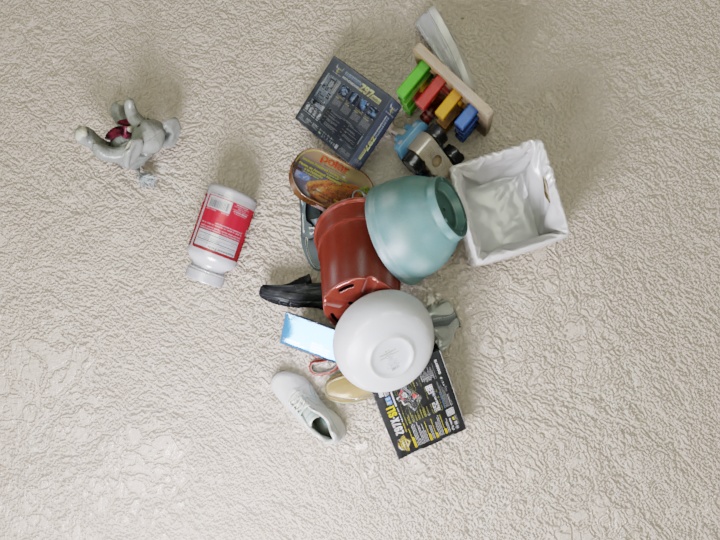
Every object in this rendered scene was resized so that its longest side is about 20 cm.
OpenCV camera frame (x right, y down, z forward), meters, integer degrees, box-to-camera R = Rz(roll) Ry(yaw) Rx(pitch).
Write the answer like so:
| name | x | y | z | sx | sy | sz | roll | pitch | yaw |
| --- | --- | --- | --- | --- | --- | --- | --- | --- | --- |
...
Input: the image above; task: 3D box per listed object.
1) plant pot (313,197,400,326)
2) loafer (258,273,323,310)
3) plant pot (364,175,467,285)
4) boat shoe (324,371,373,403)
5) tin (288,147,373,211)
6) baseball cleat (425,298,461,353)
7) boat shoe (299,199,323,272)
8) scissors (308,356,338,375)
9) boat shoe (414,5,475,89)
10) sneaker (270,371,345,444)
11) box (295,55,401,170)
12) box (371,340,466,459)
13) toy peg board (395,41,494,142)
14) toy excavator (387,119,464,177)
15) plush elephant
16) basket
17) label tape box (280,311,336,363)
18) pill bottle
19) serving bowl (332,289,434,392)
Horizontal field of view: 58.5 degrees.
| name | x | y | z | sx | sy | sz | roll | pitch | yaw |
| --- | --- | --- | --- | --- | --- | --- | --- | --- | --- |
| plant pot | 0.000 | 0.000 | 1.253 | 0.194 | 0.204 | 0.199 | -5 | 43 | 4 |
| loafer | -0.118 | 0.043 | 1.370 | 0.194 | 0.068 | 0.073 | 5 | 78 | 0 |
| plant pot | 0.118 | -0.093 | 1.202 | 0.132 | 0.198 | 0.206 | -24 | 83 | 32 |
| boat shoe | 0.016 | 0.235 | 1.336 | 0.194 | 0.076 | 0.074 | -12 | 84 | 4 |
| tin | -0.059 | -0.178 | 1.355 | 0.196 | 0.042 | 0.115 | 25 | 75 | -18 |
| baseball cleat | 0.117 | 0.143 | 1.337 | 0.196 | 0.070 | 0.109 | -29 | 84 | 2 |
| boat shoe | -0.101 | -0.099 | 1.379 | 0.070 | 0.062 | 0.207 | -6 | 85 | 5 |
| scissors | -0.019 | 0.174 | 1.377 | 0.194 | 0.014 | 0.076 | -11 | 82 | 3 |
| boat shoe | 0.179 | -0.466 | 1.384 | 0.067 | 0.072 | 0.204 | -28 | 90 | 23 |
| sneaker | -0.111 | 0.285 | 1.343 | 0.199 | 0.080 | 0.071 | 40 | 91 | 8 |
| box | -0.029 | -0.332 | 1.348 | 0.199 | 0.051 | 0.160 | 42 | 102 | 31 |
| box | 0.112 | 0.261 | 1.291 | 0.156 | 0.050 | 0.204 | -22 | 113 | 0 |
| toy peg board | 0.164 | -0.332 | 1.309 | 0.199 | 0.200 | 0.098 | 44 | 98 | 6 |
| toy excavator | 0.098 | -0.276 | 1.364 | 0.100 | 0.200 | 0.194 | -48 | 125 | -1 |
| plush elephant | -0.481 | -0.289 | 1.373 | 0.153 | 0.165 | 0.202 | -31 | 101 | 41 |
| basket | 0.291 | -0.127 | 1.298 | 0.194 | 0.161 | 0.204 | -16 | 84 | 4 |
| label tape box | -0.083 | 0.140 | 1.278 | 0.139 | 0.200 | 0.068 | 18 | 84 | 7 |
| pill bottle | -0.302 | -0.073 | 1.369 | 0.109 | 0.112 | 0.206 | 19 | 88 | 6 |
| serving bowl | 0.049 | 0.141 | 1.165 | 0.194 | 0.066 | 0.206 | -6 | 116 | -12 |
